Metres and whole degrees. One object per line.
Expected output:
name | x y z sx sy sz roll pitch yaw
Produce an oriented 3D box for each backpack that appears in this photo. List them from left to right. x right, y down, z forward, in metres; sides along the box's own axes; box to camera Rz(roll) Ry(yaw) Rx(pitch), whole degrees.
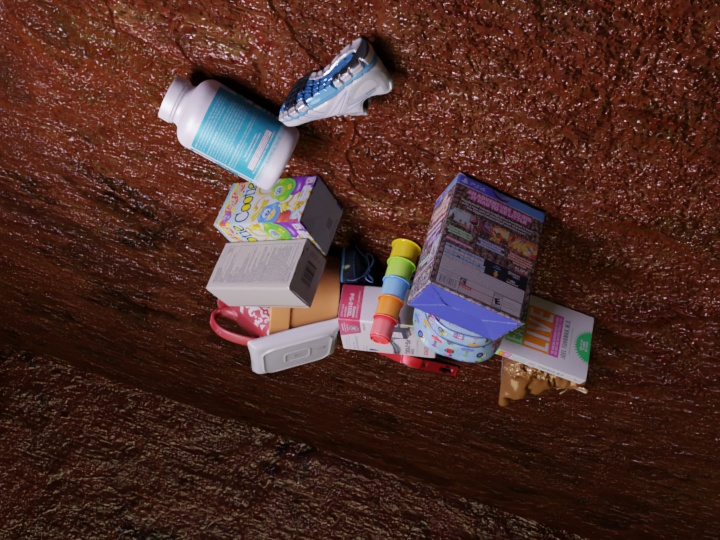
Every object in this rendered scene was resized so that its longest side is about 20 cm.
backpack | 0.186 0.050 1.072 0.181 0.201 0.135 18 153 4

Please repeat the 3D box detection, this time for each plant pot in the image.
plant pot | -0.117 0.037 1.275 0.138 0.202 0.200 3 154 -8

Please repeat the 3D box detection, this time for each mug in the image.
mug | -0.233 0.118 1.406 0.200 0.178 0.134 40 166 23

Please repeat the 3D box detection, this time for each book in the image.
book | 0.344 0.123 1.177 0.198 0.135 0.048 19 152 -1

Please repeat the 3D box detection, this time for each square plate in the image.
square plate | -0.137 0.168 1.296 0.196 0.029 0.200 -13 157 -13

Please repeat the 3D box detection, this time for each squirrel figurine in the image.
squirrel figurine | 0.399 0.210 1.303 0.185 0.143 0.200 5 153 12

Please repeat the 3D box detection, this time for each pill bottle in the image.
pill bottle | -0.202 -0.217 0.935 0.199 0.112 0.111 28 151 -16

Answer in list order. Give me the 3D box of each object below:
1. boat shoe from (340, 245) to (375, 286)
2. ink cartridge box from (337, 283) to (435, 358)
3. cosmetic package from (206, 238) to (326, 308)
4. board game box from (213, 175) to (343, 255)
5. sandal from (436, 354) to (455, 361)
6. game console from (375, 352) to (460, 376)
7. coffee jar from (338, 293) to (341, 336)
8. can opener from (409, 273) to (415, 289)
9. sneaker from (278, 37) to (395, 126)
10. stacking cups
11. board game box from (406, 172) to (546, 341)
boat shoe | 0.000 0.000 1.253 0.068 0.085 0.200 6 167 8
ink cartridge box | 0.062 0.104 1.233 0.198 0.085 0.145 5 150 7
cosmetic package | -0.171 0.007 1.100 0.198 0.104 0.073 0 148 35
board game box | -0.151 -0.098 1.123 0.198 0.106 0.103 0 147 31
sandal | 0.148 0.141 1.425 0.210 0.078 0.070 26 -175 -15
game console | 0.114 0.194 1.386 0.176 0.031 0.199 18 178 45
coffee jar | -0.052 0.102 1.439 0.199 0.086 0.104 28 158 -18
can opener | 0.153 0.051 1.239 0.198 0.053 0.067 18 118 8
sneaker | -0.035 -0.235 0.842 0.086 0.076 0.199 32 151 -35
stacking cups | 0.057 0.038 1.130 0.060 0.201 0.061 17 153 9
board game box | 0.182 -0.020 0.949 0.158 0.201 0.097 24 153 -8
